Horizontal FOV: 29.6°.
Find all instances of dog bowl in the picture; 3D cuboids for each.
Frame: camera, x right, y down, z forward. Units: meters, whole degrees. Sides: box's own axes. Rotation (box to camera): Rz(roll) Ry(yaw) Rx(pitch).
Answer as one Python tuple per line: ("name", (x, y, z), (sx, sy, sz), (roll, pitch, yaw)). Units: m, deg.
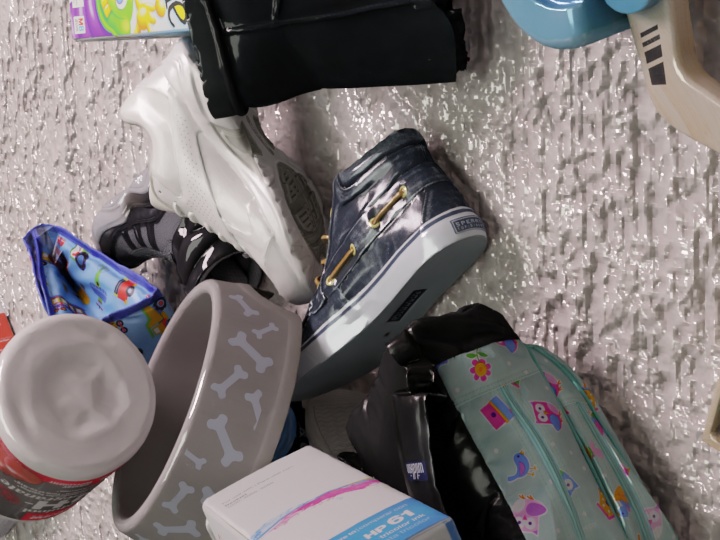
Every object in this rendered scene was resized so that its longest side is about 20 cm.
("dog bowl", (-0.108, 0.098, 0.916), (0.201, 0.058, 0.201), (-54, 23, 37))

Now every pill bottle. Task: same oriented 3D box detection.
("pill bottle", (-0.225, 0.113, 0.958), (0.200, 0.110, 0.112), (-39, 69, 55))

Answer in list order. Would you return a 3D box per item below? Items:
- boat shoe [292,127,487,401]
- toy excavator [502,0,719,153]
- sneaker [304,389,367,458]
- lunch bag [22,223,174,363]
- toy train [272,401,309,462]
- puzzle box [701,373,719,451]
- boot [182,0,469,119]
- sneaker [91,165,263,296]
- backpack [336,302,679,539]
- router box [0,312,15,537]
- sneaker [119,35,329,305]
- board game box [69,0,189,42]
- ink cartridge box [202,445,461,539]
("boat shoe", (0.000, 0.000, 0.895), (0.200, 0.070, 0.091), (-46, 61, 35))
("toy excavator", (0.139, -0.139, 0.683), (0.193, 0.099, 0.202), (6, 116, 52))
("sneaker", (0.015, 0.178, 0.916), (0.201, 0.073, 0.119), (49, 141, 38))
("lunch bag", (-0.208, 0.052, 1.120), (0.200, 0.094, 0.151), (41, 159, 51))
("toy train", (-0.066, 0.183, 0.954), (0.114, 0.086, 0.202), (-29, 51, 26))
("puzzle box", (0.257, 0.067, 0.628), (0.199, 0.025, 0.135), (32, 122, 42))
("boot", (-0.027, -0.197, 0.801), (0.077, 0.166, 0.202), (-87, -15, -74))
("sneaker", (-0.140, -0.016, 1.053), (0.200, 0.075, 0.115), (-35, 73, 49))
("backpack", (0.085, 0.133, 0.773), (0.201, 0.126, 0.167), (58, 157, 22))
("router box", (-0.395, 0.171, 1.431), (0.200, 0.048, 0.181), (-44, 65, 46))
("sneaker", (-0.095, -0.056, 0.949), (0.099, 0.078, 0.201), (-32, 87, 22))
("board game box", (-0.112, -0.217, 0.947), (0.199, 0.104, 0.104), (7, 104, 49))
("ink cartridge box", (0.000, 0.192, 0.752), (0.200, 0.084, 0.146), (8, 123, 66))
